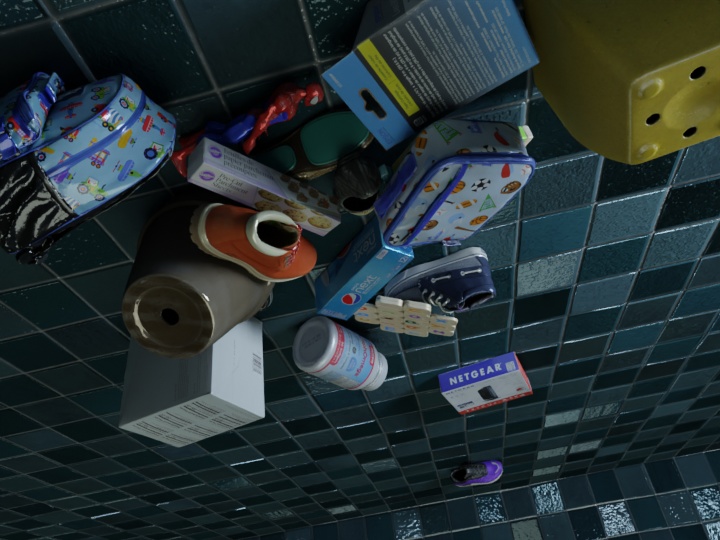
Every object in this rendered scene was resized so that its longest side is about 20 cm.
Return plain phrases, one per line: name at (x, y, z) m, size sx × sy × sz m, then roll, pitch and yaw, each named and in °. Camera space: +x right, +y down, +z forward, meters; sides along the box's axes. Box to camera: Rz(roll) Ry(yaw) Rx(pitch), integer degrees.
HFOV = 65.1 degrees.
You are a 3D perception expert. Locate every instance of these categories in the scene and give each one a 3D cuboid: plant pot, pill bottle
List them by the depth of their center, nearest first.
plant pot at (0.287, -0.227, 0.557) m, size 0.193 × 0.203 × 0.195 m, roll -19°, pitch 144°, yaw 13°
plant pot at (-0.220, 0.019, 0.742) m, size 0.196 × 0.174 × 0.203 m, roll 2°, pitch 117°, yaw 3°
pill bottle at (-0.034, 0.173, 1.122) m, size 0.108 × 0.110 × 0.199 m, roll -29°, pitch 141°, yaw 26°

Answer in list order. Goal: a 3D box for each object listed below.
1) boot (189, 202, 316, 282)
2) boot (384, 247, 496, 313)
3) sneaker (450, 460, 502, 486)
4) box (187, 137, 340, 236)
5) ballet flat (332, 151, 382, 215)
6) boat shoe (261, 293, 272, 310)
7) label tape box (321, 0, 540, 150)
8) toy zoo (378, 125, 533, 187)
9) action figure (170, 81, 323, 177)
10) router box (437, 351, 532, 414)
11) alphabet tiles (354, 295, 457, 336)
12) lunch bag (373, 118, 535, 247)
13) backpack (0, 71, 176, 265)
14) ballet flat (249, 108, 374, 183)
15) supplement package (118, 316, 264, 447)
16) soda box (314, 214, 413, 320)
boot at (-0.100, -0.029, 0.694) m, size 0.106 × 0.077 × 0.199 m, roll 2°, pitch 170°, yaw 33°
boot at (0.135, 0.036, 0.984) m, size 0.198 × 0.092 × 0.073 m, roll -25°, pitch 142°, yaw 21°
sneaker at (0.414, 0.733, 2.040) m, size 0.198 × 0.070 × 0.100 m, roll -24°, pitch 140°, yaw 19°
box at (-0.110, -0.096, 0.681) m, size 0.198 × 0.039 × 0.041 m, roll 21°, pitch 138°, yaw -39°
ballet flat at (-0.003, -0.098, 0.746) m, size 0.065 × 0.058 × 0.200 m, roll -22°, pitch 173°, yaw 1°
boat shoe at (-0.198, 0.019, 0.914) m, size 0.067 × 0.057 × 0.201 m, roll -15°, pitch 144°, yaw 8°
label tape box at (0.073, -0.238, 0.610) m, size 0.198 × 0.064 × 0.144 m, roll -25°, pitch 143°, yaw 23°
toy zoo at (0.113, -0.136, 0.742) m, size 0.197 × 0.021 × 0.131 m, roll -10°, pitch 157°, yaw -26°
action figure at (-0.130, -0.170, 0.662) m, size 0.197 × 0.066 × 0.052 m, roll -23°, pitch 118°, yaw 20°
router box at (0.313, 0.286, 1.410) m, size 0.197 × 0.050 × 0.180 m, roll -21°, pitch 143°, yaw 17°
alphabet tiles at (0.081, 0.088, 1.047) m, size 0.192 × 0.015 × 0.200 m, roll 8°, pitch 161°, yaw 8°
lunch bag at (0.105, -0.098, 0.698) m, size 0.158 × 0.077 × 0.200 m, roll -7°, pitch 154°, yaw -25°
backpack at (-0.298, -0.131, 0.585) m, size 0.198 × 0.184 × 0.135 m, roll -28°, pitch 126°, yaw 3°
ballet flat at (-0.066, -0.147, 0.723) m, size 0.197 × 0.072 × 0.065 m, roll -18°, pitch 172°, yaw 17°
supplement package at (-0.291, 0.179, 0.999) m, size 0.197 × 0.194 × 0.147 m, roll -22°, pitch 143°, yaw 19°
soda box at (0.000, 0.000, 0.923) m, size 0.063 × 0.069 × 0.200 m, roll 17°, pitch 137°, yaw -31°
